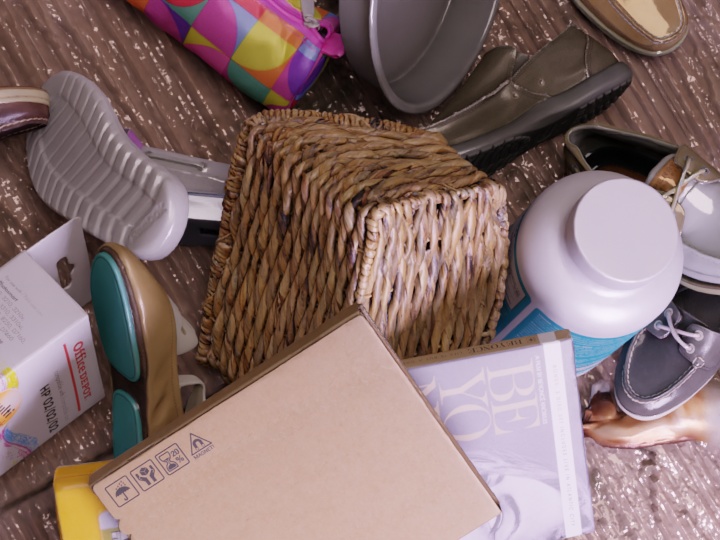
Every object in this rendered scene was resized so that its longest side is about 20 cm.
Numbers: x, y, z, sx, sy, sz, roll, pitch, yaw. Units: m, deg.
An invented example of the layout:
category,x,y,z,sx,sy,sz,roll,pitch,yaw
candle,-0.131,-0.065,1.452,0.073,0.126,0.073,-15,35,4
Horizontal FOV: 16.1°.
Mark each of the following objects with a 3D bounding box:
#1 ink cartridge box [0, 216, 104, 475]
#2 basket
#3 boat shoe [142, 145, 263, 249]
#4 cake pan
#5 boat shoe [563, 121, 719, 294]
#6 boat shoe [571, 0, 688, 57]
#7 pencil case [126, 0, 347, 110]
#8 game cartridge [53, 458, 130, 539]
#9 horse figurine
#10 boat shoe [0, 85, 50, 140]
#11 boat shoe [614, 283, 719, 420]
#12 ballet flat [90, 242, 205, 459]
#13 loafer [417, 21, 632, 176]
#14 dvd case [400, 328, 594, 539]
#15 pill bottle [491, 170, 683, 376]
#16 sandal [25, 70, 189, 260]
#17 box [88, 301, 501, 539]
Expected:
category,x,y,z,sx,sy,sz,roll,pitch,yaw
ink cartridge box,-0.232,0.068,1.618,0.200,0.115,0.068,-38,67,-19
basket,0.000,0.000,1.662,0.143,0.200,0.149,-13,35,-39
boat shoe,-0.065,-0.058,1.725,0.202,0.075,0.086,6,70,-1
cake pan,0.043,-0.208,1.733,0.037,0.200,0.200,16,69,26
boat shoe,0.212,-0.044,1.716,0.200,0.068,0.075,23,66,42
boat shoe,0.169,-0.243,1.819,0.072,0.076,0.200,-38,85,-19
pencil case,-0.101,-0.192,1.743,0.200,0.088,0.088,35,70,0
game cartridge,-0.083,0.196,1.599,0.200,0.032,0.177,-7,110,1
horse figurine,0.261,0.089,1.761,0.200,0.050,0.133,22,65,-3
boat shoe,-0.296,-0.067,1.676,0.200,0.072,0.072,-17,86,-12
boat shoe,0.241,0.015,1.728,0.067,0.057,0.200,37,73,24
ballet flat,-0.133,0.064,1.636,0.063,0.069,0.200,-19,123,-27
loafer,0.096,-0.114,1.775,0.200,0.075,0.070,-26,76,-27
dvd case,0.044,0.121,1.614,0.200,0.016,0.149,-11,118,-3
pill bottle,0.146,0.001,1.680,0.111,0.200,0.111,3,74,-12
sandal,-0.164,-0.060,1.670,0.050,0.203,0.083,22,108,-41
box,-0.039,0.138,1.556,0.200,0.021,0.164,-33,109,7
